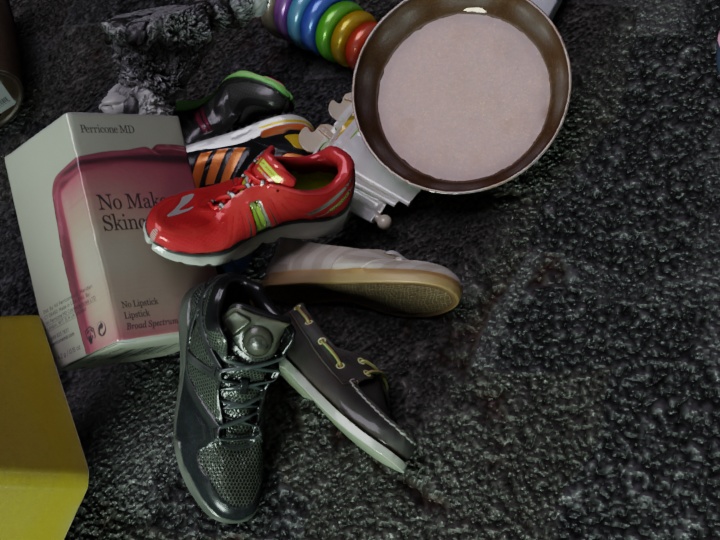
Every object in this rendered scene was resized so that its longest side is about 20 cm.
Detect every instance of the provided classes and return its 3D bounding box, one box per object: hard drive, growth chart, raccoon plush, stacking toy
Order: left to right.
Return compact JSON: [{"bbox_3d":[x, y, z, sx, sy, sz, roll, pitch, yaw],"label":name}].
[{"bbox_3d":[-0.169,-0.193,1.231,0.197,0.136,0.097,-15,20,-15],"label":"raccoon plush"},{"bbox_3d":[-0.015,-0.245,1.270,0.085,0.086,0.199,-45,52,-11],"label":"stacking toy"},{"bbox_3d":[0.035,-0.130,1.156,0.200,0.018,0.144,-43,63,-14],"label":"growth chart"},{"bbox_3d":[0.123,-0.262,1.205,0.130,0.027,0.201,20,59,16],"label":"hard drive"}]

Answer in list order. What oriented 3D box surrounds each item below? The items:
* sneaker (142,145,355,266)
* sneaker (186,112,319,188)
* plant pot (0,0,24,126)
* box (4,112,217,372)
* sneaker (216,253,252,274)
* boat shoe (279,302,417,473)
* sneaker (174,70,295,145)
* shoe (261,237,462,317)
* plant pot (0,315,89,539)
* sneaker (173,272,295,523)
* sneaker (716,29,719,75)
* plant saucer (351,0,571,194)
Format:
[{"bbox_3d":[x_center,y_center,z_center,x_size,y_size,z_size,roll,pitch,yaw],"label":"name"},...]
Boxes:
[{"bbox_3d":[-0.093,-0.067,1.058,0.198,0.086,0.077,-17,56,-28],"label":"sneaker"},{"bbox_3d":[-0.130,-0.080,1.202,0.198,0.070,0.091,-22,44,8],"label":"sneaker"},{"bbox_3d":[-0.480,-0.264,1.479,0.186,0.187,0.201,-36,61,-3],"label":"plant pot"},{"bbox_3d":[-0.214,-0.026,1.092,0.108,0.127,0.203,-23,79,41],"label":"box"},{"bbox_3d":[-0.194,-0.015,1.190,0.197,0.066,0.079,-3,57,26],"label":"sneaker"},{"bbox_3d":[-0.015,0.089,1.008,0.061,0.072,0.201,-47,45,-7],"label":"boat shoe"},{"bbox_3d":[-0.149,-0.140,1.266,0.198,0.077,0.085,-17,54,29],"label":"sneaker"},{"bbox_3d":[0.000,0.000,1.071,0.197,0.070,0.054,3,64,32],"label":"shoe"},{"bbox_3d":[-0.352,0.164,0.999,0.202,0.174,0.201,-61,40,26],"label":"plant pot"},{"bbox_3d":[-0.101,0.097,0.991,0.114,0.075,0.203,151,121,-61],"label":"sneaker"},{"bbox_3d":[0.378,-0.166,0.993,0.198,0.082,0.071,11,60,34],"label":"sneaker"},{"bbox_3d":[0.091,-0.161,1.116,0.197,0.035,0.204,-3,74,11],"label":"plant saucer"}]
